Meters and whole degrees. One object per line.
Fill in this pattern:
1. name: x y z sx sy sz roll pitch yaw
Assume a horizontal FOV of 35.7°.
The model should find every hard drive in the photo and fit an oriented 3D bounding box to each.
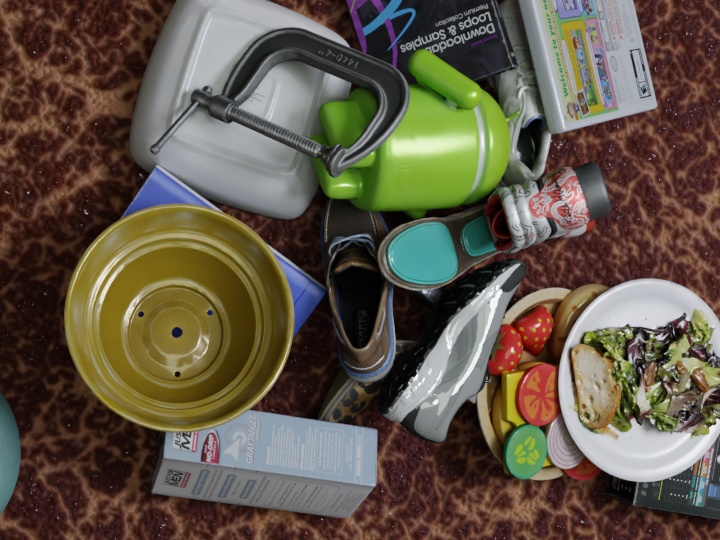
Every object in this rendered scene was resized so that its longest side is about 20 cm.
1. hard drive: -0.150 0.013 1.070 0.199 0.025 0.133 36 100 -11

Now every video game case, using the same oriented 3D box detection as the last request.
1. video game case: 0.225 -0.249 1.129 0.181 0.022 0.203 -18 95 -44

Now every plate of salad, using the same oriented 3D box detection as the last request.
1. plate of salad: 0.290 0.110 1.108 0.197 0.048 0.203 0 90 -16

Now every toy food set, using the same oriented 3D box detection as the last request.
1. toy food set: 0.199 0.118 1.129 0.198 0.048 0.201 -7 98 -33

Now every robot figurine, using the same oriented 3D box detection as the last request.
1. robot figurine: 0.054 -0.116 1.053 0.197 0.176 0.117 -5 53 -23

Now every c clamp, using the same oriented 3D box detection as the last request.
1. c clamp: -0.062 -0.139 0.992 0.198 0.027 0.172 20 66 21

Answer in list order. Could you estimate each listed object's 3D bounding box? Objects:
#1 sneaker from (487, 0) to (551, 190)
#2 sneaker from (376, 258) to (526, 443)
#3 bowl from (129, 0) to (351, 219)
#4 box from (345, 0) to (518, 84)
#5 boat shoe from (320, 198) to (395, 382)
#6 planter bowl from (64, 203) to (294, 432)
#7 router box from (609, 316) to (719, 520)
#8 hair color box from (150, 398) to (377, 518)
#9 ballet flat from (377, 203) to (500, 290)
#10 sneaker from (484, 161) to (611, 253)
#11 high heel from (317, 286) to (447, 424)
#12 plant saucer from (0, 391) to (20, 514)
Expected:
1. sneaker: 0.168 -0.178 1.128 0.073 0.087 0.203 -4 90 -11
2. sneaker: 0.098 0.073 1.063 0.079 0.074 0.201 40 76 -15
3. bowl: -0.110 -0.166 1.072 0.197 0.075 0.202 19 86 -11
4. box: 0.057 -0.271 1.096 0.141 0.036 0.203 -18 95 18
5. boat shoe: 0.000 0.000 1.064 0.071 0.073 0.203 -11 65 1
6. planter bowl: -0.163 0.048 1.006 0.197 0.083 0.204 3 75 -12
7. router box: 0.357 0.157 1.184 0.148 0.062 0.203 12 88 -12
8. hair color box: -0.092 0.180 1.056 0.197 0.099 0.061 10 58 -13
9. ballet flat: 0.076 -0.020 1.089 0.198 0.067 0.069 -13 92 -40
10. sneaker: 0.173 -0.058 1.086 0.106 0.201 0.068 -17 87 3
11. high heel: 0.057 0.120 1.114 0.142 0.071 0.201 43 80 -12
12. plant saucer: -0.415 0.172 1.023 0.197 0.036 0.203 0 90 -13
